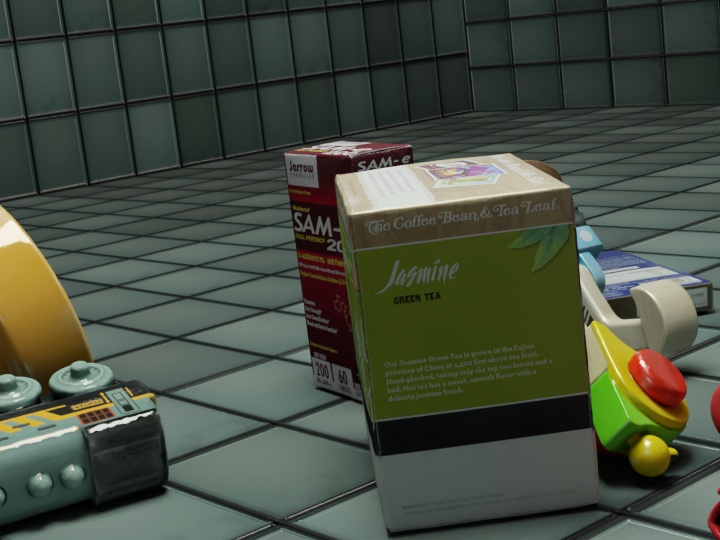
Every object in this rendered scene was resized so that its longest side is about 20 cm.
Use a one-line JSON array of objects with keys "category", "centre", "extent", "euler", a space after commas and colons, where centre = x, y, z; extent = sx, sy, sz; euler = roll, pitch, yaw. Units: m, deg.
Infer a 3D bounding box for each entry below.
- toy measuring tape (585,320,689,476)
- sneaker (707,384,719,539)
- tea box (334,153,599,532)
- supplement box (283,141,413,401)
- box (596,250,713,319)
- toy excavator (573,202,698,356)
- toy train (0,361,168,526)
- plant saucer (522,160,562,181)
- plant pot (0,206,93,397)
[{"category": "toy measuring tape", "centre": [0.170, 0.063, 0.873], "extent": [0.073, 0.074, 0.200], "euler": [-8, 39, -6]}, {"category": "sneaker", "centre": [0.224, 0.102, 0.720], "extent": [0.115, 0.078, 0.200], "euler": [-9, 10, -17]}, {"category": "tea box", "centre": [0.062, 0.035, 0.845], "extent": [0.133, 0.197, 0.200], "euler": [-7, 10, -2]}, {"category": "supplement box", "centre": [0.000, 0.000, 1.049], "extent": [0.061, 0.200, 0.109], "euler": [-13, 12, -30]}, {"category": "box", "centre": [0.239, 0.016, 1.269], "extent": [0.121, 0.032, 0.200], "euler": [-9, 13, -12]}, {"category": "toy excavator", "centre": [0.181, 0.026, 1.105], "extent": [0.100, 0.200, 0.195], "euler": [-14, -31, -31]}, {"category": "toy train", "centre": [-0.225, 0.122, 0.887], "extent": [0.200, 0.085, 0.114], "euler": [-12, 22, -26]}, {"category": "plant saucer", "centre": [0.116, -0.016, 1.225], "extent": [0.200, 0.200, 0.037], "euler": [-13, 52, -30]}, {"category": "plant pot", "centre": [-0.333, 0.066, 0.994], "extent": [0.183, 0.200, 0.200], "euler": [-32, 23, -30]}]
